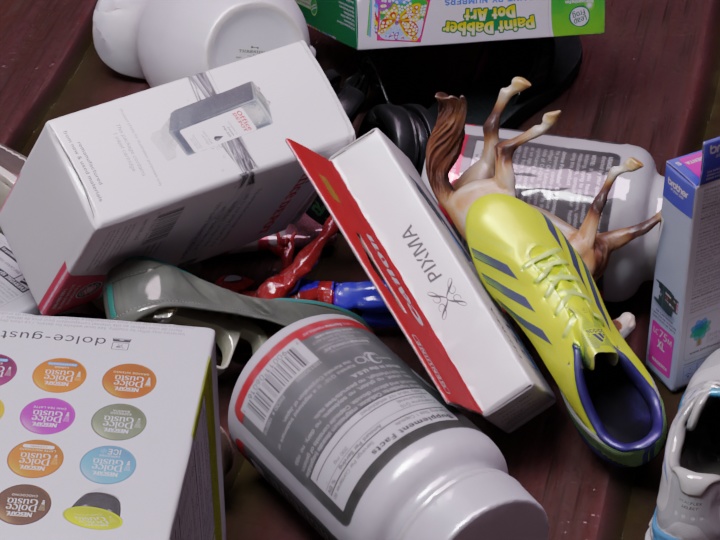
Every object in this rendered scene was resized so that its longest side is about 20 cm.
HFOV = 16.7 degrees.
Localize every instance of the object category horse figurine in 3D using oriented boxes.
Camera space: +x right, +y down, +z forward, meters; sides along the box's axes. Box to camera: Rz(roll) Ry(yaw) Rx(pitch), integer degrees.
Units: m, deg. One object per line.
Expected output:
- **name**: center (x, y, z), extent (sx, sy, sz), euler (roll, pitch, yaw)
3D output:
- **horse figurine**: center (0.118, -0.040, 1.624), extent (0.200, 0.133, 0.050), euler (34, 14, -2)

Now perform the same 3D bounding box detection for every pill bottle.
- **pill bottle**: center (0.017, 0.122, 1.490), extent (0.114, 0.114, 0.200), euler (-23, 44, -27)
- **pill bottle**: center (0.144, -0.038, 1.703), extent (0.200, 0.111, 0.111), euler (8, 38, 10)

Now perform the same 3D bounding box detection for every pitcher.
- **pitcher**: center (-0.094, -0.173, 1.863), extent (0.171, 0.121, 0.200), euler (0, 11, -25)

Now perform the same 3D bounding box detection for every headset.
- **headset**: center (-0.005, -0.094, 1.808), extent (0.123, 0.094, 0.200), euler (21, 45, -13)

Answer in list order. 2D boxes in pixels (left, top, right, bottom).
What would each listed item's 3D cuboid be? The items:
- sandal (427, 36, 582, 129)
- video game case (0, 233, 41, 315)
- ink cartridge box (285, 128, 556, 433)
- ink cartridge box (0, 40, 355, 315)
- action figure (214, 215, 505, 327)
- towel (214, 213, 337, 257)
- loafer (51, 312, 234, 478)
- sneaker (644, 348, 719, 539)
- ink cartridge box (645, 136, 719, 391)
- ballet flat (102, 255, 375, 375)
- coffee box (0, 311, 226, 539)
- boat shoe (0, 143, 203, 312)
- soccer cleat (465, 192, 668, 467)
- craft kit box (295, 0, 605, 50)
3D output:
- **sandal**: center (0.118, -0.156, 1.910), extent (0.075, 0.048, 0.200), euler (18, 40, 21)
- **video game case**: center (-0.328, 0.009, 1.674), extent (0.182, 0.024, 0.200), euler (-29, 46, -34)
- **ink cartridge box**: center (0.042, 0.002, 1.549), extent (0.045, 0.176, 0.200), euler (-33, 74, 7)
- **ink cartridge box**: center (-0.121, -0.061, 1.610), extent (0.200, 0.146, 0.085), euler (-19, 74, -30)
- **action figure**: center (0.000, 0.000, 1.680), extent (0.200, 0.065, 0.099), euler (2, 60, 2)
- **towel**: center (-0.126, -0.053, 1.796), extent (0.200, 0.023, 0.144), euler (-7, 40, -7)
- **loafer**: center (-0.144, 0.075, 1.582), extent (0.071, 0.073, 0.200), euler (-29, 47, -32)
- **sneaker**: center (0.231, 0.098, 1.548), extent (0.075, 0.087, 0.200), euler (8, 37, 13)
- **ink cartridge box**: center (0.252, -0.024, 1.612), extent (0.119, 0.200, 0.042), euler (-19, 43, -24)
- **ballet flat**: center (-0.078, 0.046, 1.598), extent (0.200, 0.067, 0.064), euler (17, 49, -28)
- **coffee box**: center (-0.186, 0.161, 1.365), extent (0.200, 0.200, 0.198), euler (3, 38, 4)
- **boat shoe**: center (-0.200, -0.034, 1.708), extent (0.200, 0.072, 0.060), euler (34, 55, 18)
- **soccer cleat**: center (0.135, 0.034, 1.557), extent (0.065, 0.084, 0.200), euler (-30, 86, -8)
- **craft kit box**: center (0.061, -0.210, 1.888), extent (0.197, 0.049, 0.200), euler (-8, 16, -15)
